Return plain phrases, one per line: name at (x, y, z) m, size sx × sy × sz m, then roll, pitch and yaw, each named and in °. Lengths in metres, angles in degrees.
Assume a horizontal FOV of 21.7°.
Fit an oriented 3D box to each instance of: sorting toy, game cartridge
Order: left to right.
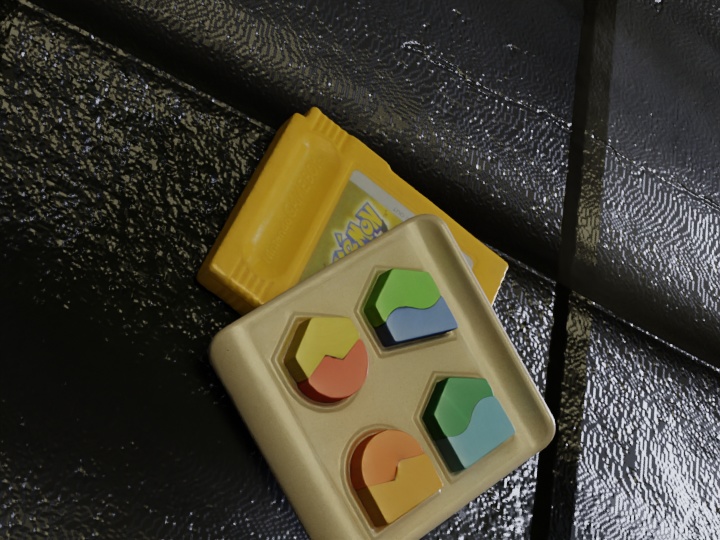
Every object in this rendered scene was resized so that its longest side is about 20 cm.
game cartridge at (0.000, 0.000, 1.318) m, size 0.200 × 0.032 × 0.177 m, roll 39°, pitch 49°, yaw -16°
sorting toy at (0.021, 0.080, 1.250) m, size 0.199 × 0.036 × 0.186 m, roll -30°, pitch 92°, yaw -29°
